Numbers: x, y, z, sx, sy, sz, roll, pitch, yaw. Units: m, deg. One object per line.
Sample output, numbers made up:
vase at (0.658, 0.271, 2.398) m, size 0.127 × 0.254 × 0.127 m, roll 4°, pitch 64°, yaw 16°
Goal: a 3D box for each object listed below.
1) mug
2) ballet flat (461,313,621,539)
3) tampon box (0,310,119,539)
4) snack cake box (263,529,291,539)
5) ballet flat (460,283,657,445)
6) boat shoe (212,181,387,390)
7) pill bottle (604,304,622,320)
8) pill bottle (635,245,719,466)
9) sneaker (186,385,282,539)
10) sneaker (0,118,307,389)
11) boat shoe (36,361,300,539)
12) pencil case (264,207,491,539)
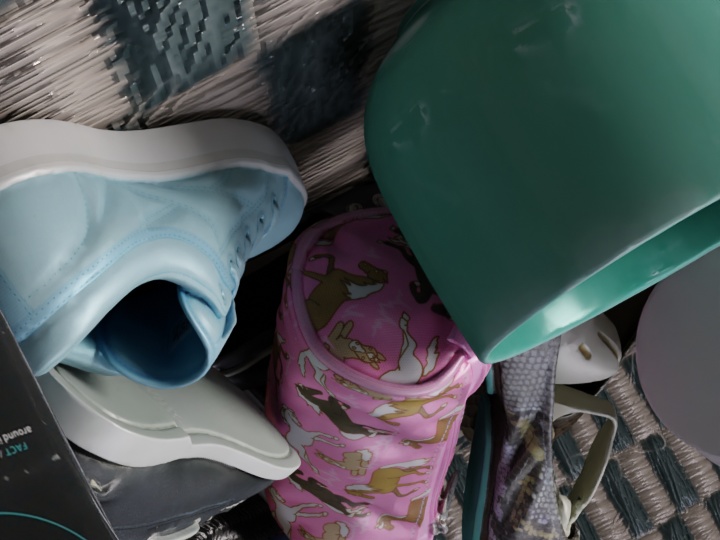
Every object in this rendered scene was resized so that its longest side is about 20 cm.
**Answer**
mug at (0.073, -0.049, 0.625) m, size 0.152 × 0.114 × 0.185 m, roll -25°, pitch 170°, yaw -24°
ballet flat at (0.079, 0.049, 0.778) m, size 0.072 × 0.072 × 0.200 m, roll -24°, pitch 130°, yaw -30°
tampon box at (-0.193, 0.079, 0.475) m, size 0.150 × 0.126 × 0.200 m, roll -17°, pitch 165°, yaw -48°
snack cake box at (-0.117, 0.181, 0.816) m, size 0.200 × 0.067 × 0.115 m, roll -12°, pitch -165°, yaw 4°
ballet flat at (0.105, 0.018, 0.806) m, size 0.200 × 0.067 × 0.046 m, roll -55°, pitch -157°, yaw 30°
boat shoe at (0.000, 0.000, 0.786) m, size 0.200 × 0.073 × 0.063 m, roll -26°, pitch 173°, yaw 4°
pill bottle at (0.122, -0.026, 0.873) m, size 0.200 × 0.114 × 0.114 m, roll -33°, pitch 169°, yaw 23°
pill bottle at (0.192, 0.032, 0.766) m, size 0.112 × 0.112 × 0.200 m, roll -34°, pitch 164°, yaw 24°
sneaker at (-0.065, 0.081, 0.890) m, size 0.115 × 0.076 × 0.200 m, roll -28°, pitch -166°, yaw 44°
sneaker at (-0.068, 0.002, 0.574) m, size 0.074 × 0.082 × 0.200 m, roll -34°, pitch 169°, yaw 26°
boat shoe at (-0.082, 0.064, 0.635) m, size 0.060 × 0.076 × 0.200 m, roll -50°, pitch 159°, yaw 6°
pencil case at (0.005, 0.054, 0.738) m, size 0.086 × 0.083 × 0.200 m, roll -6°, pitch 150°, yaw -8°
